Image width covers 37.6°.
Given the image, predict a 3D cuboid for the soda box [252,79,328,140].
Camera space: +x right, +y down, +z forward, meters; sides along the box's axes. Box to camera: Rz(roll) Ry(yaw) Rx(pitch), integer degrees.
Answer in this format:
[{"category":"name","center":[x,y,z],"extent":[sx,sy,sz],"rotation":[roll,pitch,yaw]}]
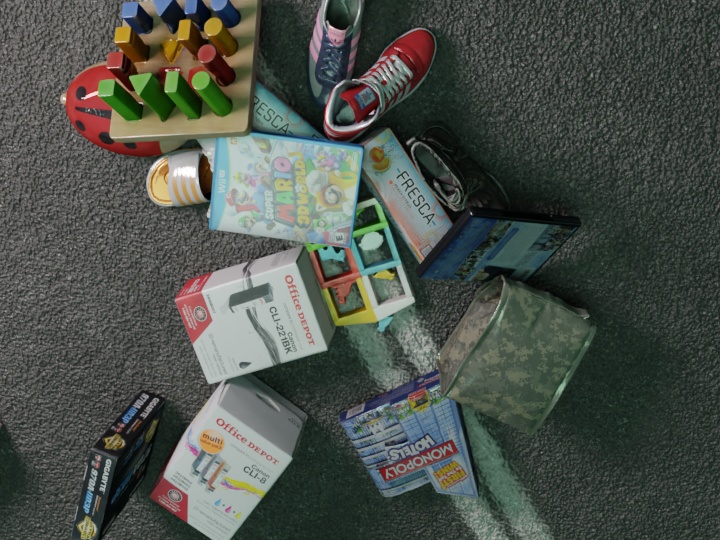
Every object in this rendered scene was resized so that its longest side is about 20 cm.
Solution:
[{"category":"soda box","center":[-0.137,-0.217,1.473],"extent":[0.199,0.064,0.069],"rotation":[39,95,-9]}]

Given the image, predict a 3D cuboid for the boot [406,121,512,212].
[{"category":"boot","center":[0.131,-0.112,1.428],"extent":[0.069,0.174,0.200],"rotation":[-40,101,18]}]

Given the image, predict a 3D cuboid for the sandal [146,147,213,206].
[{"category":"sandal","center":[-0.217,-0.140,1.518],"extent":[0.204,0.059,0.080],"rotation":[-12,108,10]}]

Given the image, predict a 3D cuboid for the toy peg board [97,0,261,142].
[{"category":"toy peg board","center":[-0.243,-0.283,1.384],"extent":[0.197,0.098,0.202],"rotation":[-1,74,14]}]

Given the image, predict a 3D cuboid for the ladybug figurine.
[{"category":"ladybug figurine","center":[-0.330,-0.224,1.492],"extent":[0.197,0.072,0.138],"rotation":[6,111,4]}]

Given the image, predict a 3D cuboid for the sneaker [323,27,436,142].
[{"category":"sneaker","center":[0.027,-0.249,1.408],"extent":[0.071,0.112,0.200],"rotation":[44,93,0]}]

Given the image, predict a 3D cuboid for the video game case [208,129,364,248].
[{"category":"video game case","center":[-0.101,-0.112,1.430],"extent":[0.197,0.018,0.145],"rotation":[8,112,-1]}]

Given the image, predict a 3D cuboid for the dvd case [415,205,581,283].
[{"category":"dvd case","center":[0.190,-0.032,1.449],"extent":[0.198,0.018,0.143],"rotation":[3,142,-33]}]

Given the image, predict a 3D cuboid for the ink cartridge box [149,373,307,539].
[{"category":"ink cartridge box","center":[-0.199,0.281,1.625],"extent":[0.145,0.145,0.201],"rotation":[35,109,-7]}]

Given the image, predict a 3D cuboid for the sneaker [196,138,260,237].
[{"category":"sneaker","center":[-0.188,-0.128,1.464],"extent":[0.199,0.074,0.116],"rotation":[39,89,-23]}]

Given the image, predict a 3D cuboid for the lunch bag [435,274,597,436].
[{"category":"lunch bag","center":[0.224,0.109,1.524],"extent":[0.162,0.118,0.201],"rotation":[24,116,-14]}]

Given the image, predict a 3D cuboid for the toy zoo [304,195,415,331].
[{"category":"toy zoo","center":[0.000,0.000,1.567],"extent":[0.129,0.020,0.202],"rotation":[-16,107,12]}]

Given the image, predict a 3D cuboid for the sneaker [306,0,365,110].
[{"category":"sneaker","center":[-0.037,-0.307,1.424],"extent":[0.069,0.082,0.203],"rotation":[10,113,0]}]

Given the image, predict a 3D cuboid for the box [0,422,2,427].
[{"category":"box","center":[-0.686,0.307,1.711],"extent":[0.094,0.103,0.200],"rotation":[40,108,-9]}]

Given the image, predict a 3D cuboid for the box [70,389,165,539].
[{"category":"box","center":[-0.369,0.297,1.620],"extent":[0.045,0.200,0.161],"rotation":[20,111,4]}]

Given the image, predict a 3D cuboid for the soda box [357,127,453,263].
[{"category":"soda box","center":[0.063,-0.101,1.483],"extent":[0.063,0.068,0.201],"rotation":[-36,103,-6]}]

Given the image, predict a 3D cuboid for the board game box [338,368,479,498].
[{"category":"board game box","center":[0.095,0.277,1.637],"extent":[0.198,0.062,0.202],"rotation":[-26,105,14]}]

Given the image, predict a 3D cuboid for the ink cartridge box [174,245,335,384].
[{"category":"ink cartridge box","center":[-0.153,0.065,1.573],"extent":[0.197,0.084,0.146],"rotation":[-17,107,11]}]
